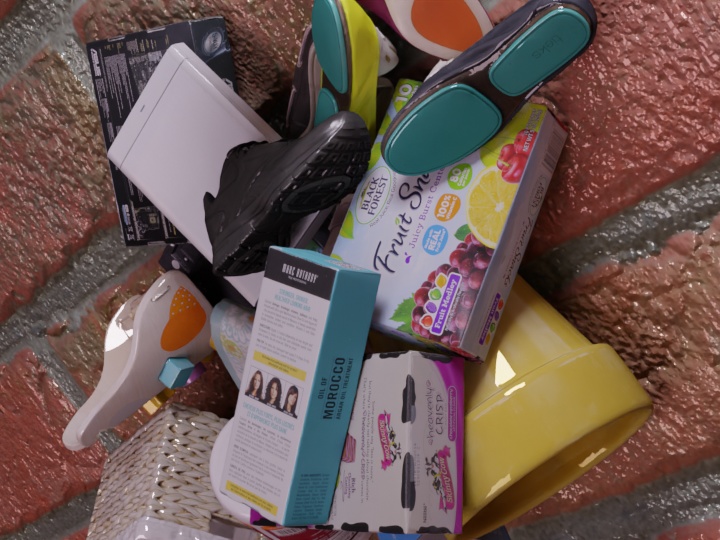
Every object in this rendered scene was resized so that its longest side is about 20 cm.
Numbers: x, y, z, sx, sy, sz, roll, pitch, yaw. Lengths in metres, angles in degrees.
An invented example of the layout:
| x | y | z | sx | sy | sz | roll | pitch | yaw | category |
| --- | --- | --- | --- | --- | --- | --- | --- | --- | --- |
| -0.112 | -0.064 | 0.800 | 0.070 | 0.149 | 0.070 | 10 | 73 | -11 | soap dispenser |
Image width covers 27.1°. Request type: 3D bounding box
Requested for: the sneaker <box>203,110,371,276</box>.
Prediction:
| x | y | z | sx | sy | sz | roll | pitch | yaw | category |
| --- | --- | --- | --- | --- | --- | --- | --- | --- | --- |
| -0.071 | -0.076 | 1.215 | 0.200 | 0.076 | 0.091 | -39 | 63 | 36 | sneaker |

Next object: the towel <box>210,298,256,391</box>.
| x | y | z | sx | sy | sz | roll | pitch | yaw | category |
| --- | --- | --- | --- | --- | --- | --- | --- | --- | --- |
| -0.047 | 0.116 | 1.435 | 0.171 | 0.048 | 0.200 | 21 | 153 | 28 | towel |

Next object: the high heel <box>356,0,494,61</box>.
| x | y | z | sx | sy | sz | roll | pitch | yaw | category |
| --- | --- | --- | --- | --- | --- | --- | --- | --- | --- |
| 0.026 | -0.232 | 1.194 | 0.200 | 0.096 | 0.067 | 39 | 96 | -5 | high heel |

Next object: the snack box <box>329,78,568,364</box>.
| x | y | z | sx | sy | sz | roll | pitch | yaw | category |
| --- | --- | --- | --- | --- | --- | --- | --- | --- | --- |
| 0.063 | -0.042 | 1.180 | 0.142 | 0.201 | 0.053 | 15 | 169 | 34 | snack box |

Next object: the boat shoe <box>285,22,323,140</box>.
| x | y | z | sx | sy | sz | roll | pitch | yaw | category |
| --- | --- | --- | --- | --- | --- | --- | --- | --- | --- |
| -0.029 | -0.140 | 1.292 | 0.067 | 0.057 | 0.200 | 5 | 135 | -8 | boat shoe |

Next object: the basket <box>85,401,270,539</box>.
| x | y | z | sx | sy | sz | roll | pitch | yaw | category |
| --- | --- | --- | --- | --- | --- | --- | --- | --- | --- |
| -0.164 | 0.257 | 1.542 | 0.198 | 0.161 | 0.200 | 21 | 146 | -22 | basket |

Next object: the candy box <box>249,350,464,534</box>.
| x | y | z | sx | sy | sz | roll | pitch | yaw | category |
| --- | --- | --- | --- | --- | --- | --- | --- | --- | --- |
| -0.005 | 0.138 | 1.184 | 0.200 | 0.061 | 0.137 | -8 | 78 | 51 | candy box |

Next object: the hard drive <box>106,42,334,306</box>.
| x | y | z | sx | sy | sz | roll | pitch | yaw | category |
| --- | --- | --- | --- | --- | --- | --- | --- | --- | --- |
| -0.124 | -0.083 | 1.307 | 0.200 | 0.027 | 0.132 | 44 | 120 | 13 | hard drive |

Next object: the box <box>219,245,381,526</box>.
| x | y | z | sx | sy | sz | roll | pitch | yaw | category |
| --- | --- | --- | --- | --- | --- | --- | --- | --- | --- |
| -0.048 | 0.088 | 1.151 | 0.082 | 0.049 | 0.201 | 19 | 99 | 45 | box |

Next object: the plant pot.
| x | y | z | sx | sy | sz | roll | pitch | yaw | category |
| --- | --- | --- | --- | --- | --- | --- | --- | --- | --- |
| 0.107 | 0.094 | 1.237 | 0.189 | 0.200 | 0.201 | 56 | 140 | 19 | plant pot |

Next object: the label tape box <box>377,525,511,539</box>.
| x | y | z | sx | sy | sz | roll | pitch | yaw | category |
| --- | --- | --- | --- | --- | --- | --- | --- | --- | --- |
| 0.039 | 0.185 | 1.311 | 0.063 | 0.200 | 0.144 | -37 | 59 | 19 | label tape box |

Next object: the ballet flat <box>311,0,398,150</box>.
| x | y | z | sx | sy | sz | roll | pitch | yaw | category |
| --- | --- | --- | --- | --- | --- | --- | --- | --- | --- |
| -0.003 | -0.154 | 1.205 | 0.067 | 0.067 | 0.200 | 56 | 156 | 36 | ballet flat |

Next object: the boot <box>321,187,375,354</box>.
| x | y | z | sx | sy | sz | roll | pitch | yaw | category |
| --- | --- | --- | --- | --- | --- | --- | --- | --- | --- |
| 0.000 | 0.000 | 1.327 | 0.070 | 0.200 | 0.147 | 11 | 94 | 3 | boot |

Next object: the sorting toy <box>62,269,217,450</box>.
| x | y | z | sx | sy | sz | roll | pitch | yaw | category |
| --- | --- | --- | --- | --- | --- | --- | --- | --- | --- |
| -0.229 | 0.107 | 1.500 | 0.107 | 0.180 | 0.200 | 45 | 161 | -8 | sorting toy |

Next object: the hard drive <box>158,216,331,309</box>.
| x | y | z | sx | sy | sz | roll | pitch | yaw | category |
| --- | --- | --- | --- | --- | --- | --- | --- | --- | --- |
| -0.108 | -0.020 | 1.447 | 0.140 | 0.038 | 0.200 | 45 | 138 | 7 | hard drive |

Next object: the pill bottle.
| x | y | z | sx | sy | sz | roll | pitch | yaw | category |
| --- | --- | --- | --- | --- | --- | --- | --- | --- | --- |
| -0.053 | 0.201 | 1.380 | 0.113 | 0.113 | 0.200 | 25 | 168 | 26 | pill bottle |

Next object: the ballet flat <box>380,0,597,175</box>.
| x | y | z | sx | sy | sz | roll | pitch | yaw | category |
| --- | --- | --- | --- | --- | --- | --- | --- | --- | --- |
| 0.097 | -0.146 | 1.133 | 0.200 | 0.073 | 0.073 | -38 | 91 | 27 | ballet flat |

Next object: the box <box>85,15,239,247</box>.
| x | y | z | sx | sy | sz | roll | pitch | yaw | category |
| --- | --- | --- | --- | --- | --- | --- | --- | --- | --- |
| -0.175 | -0.125 | 1.388 | 0.160 | 0.043 | 0.201 | -3 | 101 | 44 | box |
